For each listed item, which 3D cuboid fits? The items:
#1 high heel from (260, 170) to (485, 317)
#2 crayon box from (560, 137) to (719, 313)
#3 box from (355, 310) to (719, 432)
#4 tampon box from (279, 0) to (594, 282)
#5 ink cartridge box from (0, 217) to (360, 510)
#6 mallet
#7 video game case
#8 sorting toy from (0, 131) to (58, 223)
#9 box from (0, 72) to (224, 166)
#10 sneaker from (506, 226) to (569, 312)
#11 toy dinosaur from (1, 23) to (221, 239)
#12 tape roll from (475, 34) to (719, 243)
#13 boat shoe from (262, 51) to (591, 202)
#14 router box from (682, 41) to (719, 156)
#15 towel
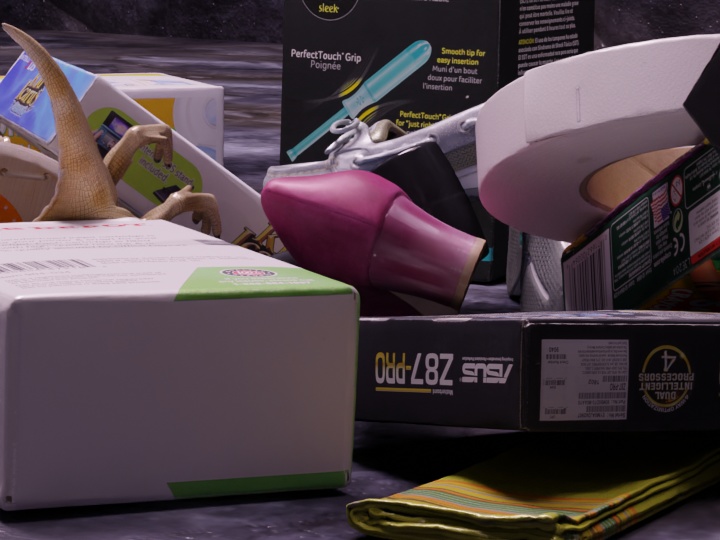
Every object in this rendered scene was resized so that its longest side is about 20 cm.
[{"bbox_3d":[0.000,0.000,1.342,0.096,0.067,0.200,22,-6,2],"label":"high heel"},{"bbox_3d":[0.207,-0.008,1.358,0.172,0.058,0.200,3,-17,-17],"label":"crayon box"},{"bbox_3d":[0.103,0.040,1.223,0.200,0.049,0.161,1,1,-32],"label":"box"},{"bbox_3d":[0.047,-0.104,1.785,0.150,0.200,0.126,7,10,30],"label":"tampon box"},{"bbox_3d":[-0.108,0.033,1.208,0.145,0.084,0.200,-2,9,-26],"label":"ink cartridge box"},{"bbox_3d":[-0.019,0.003,1.400,0.200,0.066,0.041,-31,-2,-39],"label":"mallet"},{"bbox_3d":[-0.091,-0.037,1.509,0.181,0.045,0.200,38,-3,-18],"label":"video game case"},{"bbox_3d":[-0.148,-0.010,1.491,0.180,0.107,0.200,16,6,-23],"label":"sorting toy"},{"bbox_3d":[-0.187,-0.053,1.703,0.200,0.113,0.101,-4,9,-24],"label":"box"},{"bbox_3d":[0.122,-0.010,1.602,0.080,0.071,0.200,4,8,0],"label":"sneaker"},{"bbox_3d":[-0.117,-0.025,1.328,0.101,0.200,0.058,-23,49,-34],"label":"toy dinosaur"},{"bbox_3d":[0.151,-0.056,1.358,0.202,0.037,0.203,-2,-17,0],"label":"tape roll"},{"bbox_3d":[0.039,-0.065,1.587,0.202,0.065,0.074,-10,2,26],"label":"boat shoe"},{"bbox_3d":[0.246,-0.024,1.212,0.149,0.051,0.200,-18,62,-33],"label":"router box"},{"bbox_3d":[0.077,0.080,1.151,0.086,0.018,0.200,6,9,27],"label":"towel"}]
